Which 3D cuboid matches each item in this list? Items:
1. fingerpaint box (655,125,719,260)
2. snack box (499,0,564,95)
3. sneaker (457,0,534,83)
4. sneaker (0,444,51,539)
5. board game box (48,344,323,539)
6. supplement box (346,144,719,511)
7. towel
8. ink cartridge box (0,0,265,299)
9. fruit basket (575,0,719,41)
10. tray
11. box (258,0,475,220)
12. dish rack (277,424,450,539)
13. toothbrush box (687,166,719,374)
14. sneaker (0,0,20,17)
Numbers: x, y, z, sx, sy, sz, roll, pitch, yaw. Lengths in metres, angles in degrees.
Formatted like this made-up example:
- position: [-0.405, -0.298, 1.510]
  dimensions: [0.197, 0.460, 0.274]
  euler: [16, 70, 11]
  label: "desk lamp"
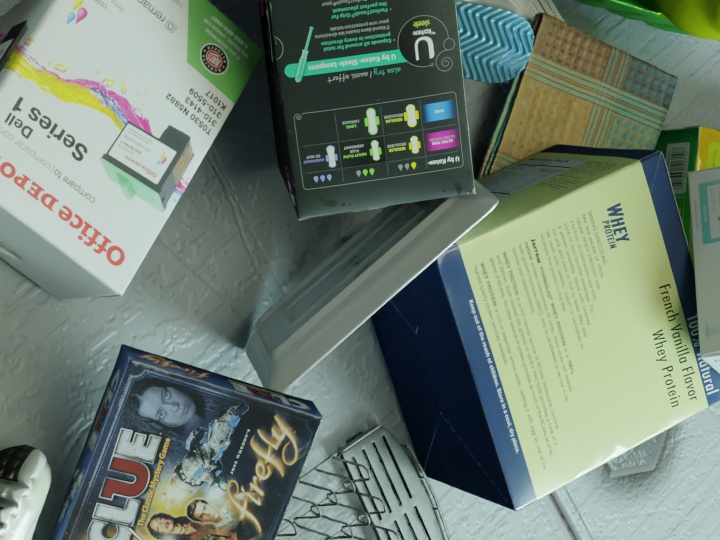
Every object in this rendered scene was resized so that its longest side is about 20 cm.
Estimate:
- position: [0.306, -0.007, 1.547]
  dimensions: [0.167, 0.073, 0.200]
  euler: [8, 85, -35]
  label: "fingerpaint box"
- position: [0.150, -0.148, 1.466]
  dimensions: [0.072, 0.024, 0.200]
  euler: [-46, 115, -26]
  label: "snack box"
- position: [0.024, -0.193, 1.348]
  dimensions: [0.200, 0.081, 0.077]
  euler: [21, 107, -14]
  label: "sneaker"
- position: [-0.245, 0.203, 1.156]
  dimensions: [0.081, 0.075, 0.200]
  euler: [43, 68, -43]
  label: "sneaker"
- position: [-0.123, 0.161, 1.198]
  dimensions: [0.135, 0.035, 0.200]
  euler: [18, 99, -19]
  label: "board game box"
- position: [0.130, 0.034, 1.359]
  dimensions: [0.200, 0.134, 0.200]
  euler: [-25, 107, -23]
  label: "supplement box"
- position: [0.161, -0.083, 1.450]
  dimensions: [0.147, 0.022, 0.200]
  euler: [21, 86, -29]
  label: "towel"
- position: [-0.176, -0.101, 1.194]
  dimensions: [0.145, 0.084, 0.200]
  euler: [39, 67, -29]
  label: "ink cartridge box"
- position: [0.256, -0.248, 1.438]
  dimensions: [0.216, 0.216, 0.156]
  euler: [12, 83, -35]
  label: "fruit basket"
- position: [0.000, 0.000, 1.260]
  dimensions: [0.200, 0.107, 0.022]
  euler: [-41, 111, 1]
  label: "tray"
- position: [-0.002, -0.154, 1.238]
  dimensions: [0.124, 0.149, 0.200]
  euler: [-9, 110, -4]
  label: "box"
- position: [-0.012, 0.210, 1.326]
  dimensions: [0.200, 0.055, 0.153]
  euler: [-33, 109, -32]
  label: "dish rack"
- position: [0.317, 0.018, 1.392]
  dimensions: [0.200, 0.085, 0.147]
  euler: [33, 52, -58]
  label: "toothbrush box"
- position: [-0.229, -0.205, 1.142]
  dimensions: [0.200, 0.071, 0.073]
  euler: [-28, 146, -5]
  label: "sneaker"
